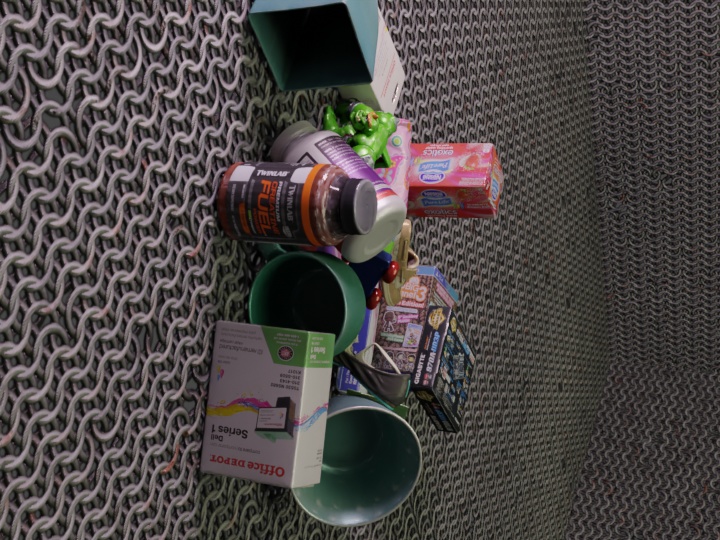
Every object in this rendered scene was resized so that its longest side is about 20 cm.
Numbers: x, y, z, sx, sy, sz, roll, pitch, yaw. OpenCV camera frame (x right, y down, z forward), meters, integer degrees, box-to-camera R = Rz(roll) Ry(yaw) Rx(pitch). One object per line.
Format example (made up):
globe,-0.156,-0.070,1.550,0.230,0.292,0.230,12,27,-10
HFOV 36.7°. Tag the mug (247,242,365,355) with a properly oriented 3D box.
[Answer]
mug,-0.068,0.034,1.522,0.114,0.150,0.188,-5,98,-69

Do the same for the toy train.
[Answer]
toy train,0.000,0.000,1.636,0.201,0.084,0.117,-58,-173,49

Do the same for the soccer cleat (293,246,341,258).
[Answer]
soccer cleat,-0.048,-0.041,1.640,0.077,0.067,0.200,-47,148,2

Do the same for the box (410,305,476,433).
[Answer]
box,0.151,0.180,1.954,0.200,0.045,0.161,58,42,-54

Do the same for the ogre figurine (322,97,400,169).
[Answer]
ogre figurine,-0.014,-0.197,1.647,0.200,0.118,0.100,-40,130,-60

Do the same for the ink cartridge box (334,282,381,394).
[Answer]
ink cartridge box,0.000,0.106,1.767,0.200,0.043,0.199,75,24,-79

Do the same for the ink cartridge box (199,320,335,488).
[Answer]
ink cartridge box,-0.122,0.175,1.427,0.084,0.143,0.203,12,84,-66

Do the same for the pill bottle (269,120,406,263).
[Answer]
pill bottle,-0.035,-0.114,1.506,0.112,0.200,0.113,-37,159,-16

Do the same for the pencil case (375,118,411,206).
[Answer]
pencil case,0.039,-0.157,1.828,0.087,0.086,0.203,8,88,-67

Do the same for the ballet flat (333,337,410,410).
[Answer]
ballet flat,-0.009,0.128,1.624,0.069,0.199,0.068,-57,171,1

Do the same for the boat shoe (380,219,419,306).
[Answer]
boat shoe,0.064,-0.011,1.794,0.201,0.068,0.074,81,1,-54

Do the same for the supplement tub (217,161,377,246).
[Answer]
supplement tub,-0.080,-0.086,1.406,0.107,0.197,0.109,-13,104,-63

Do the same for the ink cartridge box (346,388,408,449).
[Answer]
ink cartridge box,0.011,0.273,1.734,0.201,0.102,0.060,99,10,-56

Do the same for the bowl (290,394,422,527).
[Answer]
bowl,-0.017,0.266,1.611,0.105,0.198,0.203,-120,-159,-64

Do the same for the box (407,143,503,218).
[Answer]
box,0.144,-0.159,1.926,0.100,0.197,0.097,61,38,-53

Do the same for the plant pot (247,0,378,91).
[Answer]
plant pot,-0.049,-0.376,1.517,0.142,0.139,0.202,66,28,-48

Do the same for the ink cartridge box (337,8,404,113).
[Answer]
ink cartridge box,0.004,-0.335,1.730,0.201,0.066,0.118,60,40,-52

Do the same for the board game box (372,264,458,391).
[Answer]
board game box,0.100,0.109,2.001,0.159,0.096,0.203,45,53,-61
